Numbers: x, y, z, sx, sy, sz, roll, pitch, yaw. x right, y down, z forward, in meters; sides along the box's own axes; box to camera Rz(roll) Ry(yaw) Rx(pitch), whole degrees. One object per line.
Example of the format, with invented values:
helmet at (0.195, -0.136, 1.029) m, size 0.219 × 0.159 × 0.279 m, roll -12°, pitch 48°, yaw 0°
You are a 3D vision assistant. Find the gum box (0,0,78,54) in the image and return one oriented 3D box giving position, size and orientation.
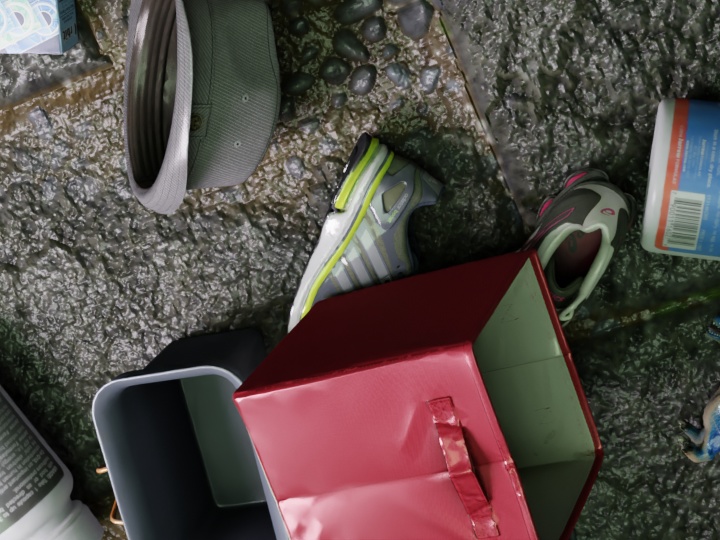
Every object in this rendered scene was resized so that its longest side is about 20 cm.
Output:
gum box at (-0.304, -0.262, 1.306) m, size 0.170 × 0.045 × 0.200 m, roll 1°, pitch 110°, yaw 10°

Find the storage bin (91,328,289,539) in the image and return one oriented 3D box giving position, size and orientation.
storage bin at (-0.121, 0.147, 1.376) m, size 0.145 × 0.134 × 0.200 m, roll -9°, pitch 107°, yaw 14°

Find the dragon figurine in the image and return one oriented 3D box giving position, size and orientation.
dragon figurine at (0.308, 0.130, 1.328) m, size 0.099 × 0.059 × 0.200 m, roll -36°, pitch 99°, yaw 21°

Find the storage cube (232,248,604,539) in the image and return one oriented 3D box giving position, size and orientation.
storage cube at (0.046, 0.109, 1.224) m, size 0.179 × 0.200 × 0.171 m, roll -14°, pitch 106°, yaw 24°

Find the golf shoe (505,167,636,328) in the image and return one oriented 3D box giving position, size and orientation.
golf shoe at (0.129, 0.017, 1.306) m, size 0.077 × 0.088 × 0.200 m, roll 29°, pitch 114°, yaw -3°

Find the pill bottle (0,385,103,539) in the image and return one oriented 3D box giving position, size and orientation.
pill bottle at (-0.307, 0.166, 1.430) m, size 0.114 × 0.114 × 0.200 m, roll -33°, pitch 101°, yaw 20°

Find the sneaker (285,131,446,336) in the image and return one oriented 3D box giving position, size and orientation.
sneaker at (0.000, 0.000, 1.334) m, size 0.081 × 0.074 × 0.200 m, roll 22°, pitch 114°, yaw -1°

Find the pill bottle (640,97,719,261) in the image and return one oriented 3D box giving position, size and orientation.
pill bottle at (0.302, -0.056, 1.232) m, size 0.200 × 0.112 × 0.112 m, roll 8°, pitch 112°, yaw 7°

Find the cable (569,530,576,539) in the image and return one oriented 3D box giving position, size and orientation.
cable at (0.102, 0.244, 1.345) m, size 0.051 × 0.200 × 0.163 m, roll -3°, pitch 117°, yaw 34°

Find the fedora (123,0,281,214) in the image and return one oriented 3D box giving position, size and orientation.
fedora at (-0.112, -0.138, 1.273) m, size 0.090 × 0.177 × 0.200 m, roll 0°, pitch 104°, yaw -21°
